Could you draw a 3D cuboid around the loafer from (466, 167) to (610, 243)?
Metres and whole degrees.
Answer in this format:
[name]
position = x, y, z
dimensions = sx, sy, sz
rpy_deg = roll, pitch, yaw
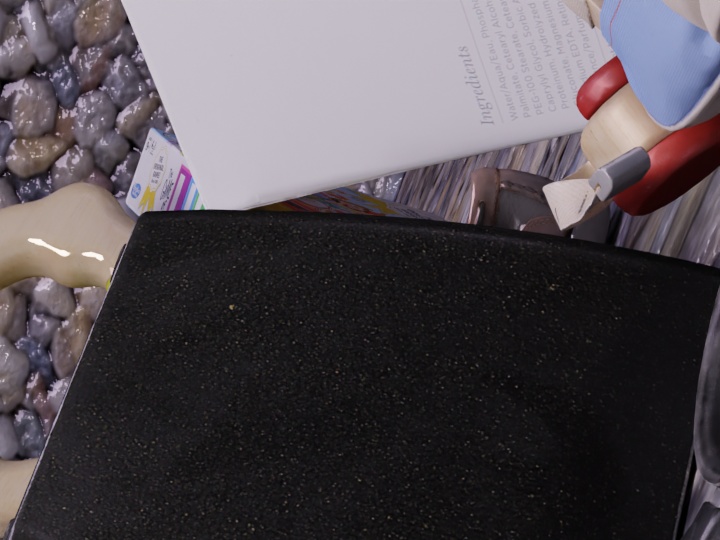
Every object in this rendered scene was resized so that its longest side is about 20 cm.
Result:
[loafer]
position = 0.043, 0.054, 1.048
dimensions = 0.072, 0.063, 0.201
rpy_deg = -103, 33, -84

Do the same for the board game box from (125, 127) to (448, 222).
[board game box]
position = 0.000, 0.000, 0.931
dimensions = 0.034, 0.134, 0.200
rpy_deg = -70, 23, 8

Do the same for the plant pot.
[plant pot]
position = -0.018, 0.098, 0.761
dimensions = 0.200, 0.177, 0.201
rpy_deg = 113, 175, -51

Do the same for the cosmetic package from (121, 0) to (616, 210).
[cosmetic package]
position = 0.034, -0.136, 0.887
dimensions = 0.200, 0.199, 0.123
rpy_deg = -74, -33, -57

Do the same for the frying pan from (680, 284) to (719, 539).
[frying pan]
position = 0.094, 0.030, 0.555
dimensions = 0.115, 0.031, 0.191
rpy_deg = 117, 170, -68

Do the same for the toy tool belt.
[toy tool belt]
position = 0.084, -0.110, 0.692
dimensions = 0.125, 0.123, 0.200
rpy_deg = -29, -15, -25

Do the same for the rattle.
[rattle]
position = -0.139, 0.070, 0.925
dimensions = 0.200, 0.130, 0.143
rpy_deg = -44, -8, -7
